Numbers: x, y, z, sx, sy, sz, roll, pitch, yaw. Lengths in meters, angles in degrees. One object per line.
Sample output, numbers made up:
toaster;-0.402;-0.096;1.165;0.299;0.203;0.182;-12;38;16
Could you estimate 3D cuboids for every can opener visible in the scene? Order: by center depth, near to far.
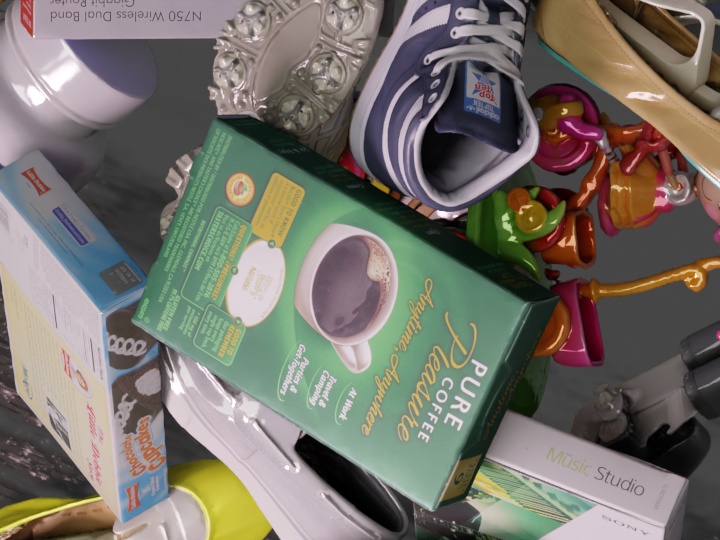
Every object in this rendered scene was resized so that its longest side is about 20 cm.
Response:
can opener;0.198;0.059;1.457;0.200;0.053;0.066;-33;125;26

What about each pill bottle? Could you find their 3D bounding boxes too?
pill bottle;-0.214;-0.077;1.532;0.200;0.120;0.120;-36;89;24

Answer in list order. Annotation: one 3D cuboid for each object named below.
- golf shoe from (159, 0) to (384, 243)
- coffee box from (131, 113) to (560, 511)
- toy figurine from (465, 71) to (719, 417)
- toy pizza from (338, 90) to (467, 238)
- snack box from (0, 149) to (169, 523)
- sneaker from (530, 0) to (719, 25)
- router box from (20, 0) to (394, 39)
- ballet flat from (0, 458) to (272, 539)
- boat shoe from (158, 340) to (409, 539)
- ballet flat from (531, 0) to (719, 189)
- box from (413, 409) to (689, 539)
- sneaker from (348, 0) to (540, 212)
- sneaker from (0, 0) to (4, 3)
golf shoe;-0.036;-0.089;1.445;0.078;0.097;0.200;39;118;16
coffee box;-0.010;0.020;1.364;0.199;0.044;0.123;30;107;22
toy figurine;0.160;-0.025;1.399;0.183;0.150;0.201;-4;87;18
toy pizza;0.000;0.000;1.519;0.199;0.032;0.201;5;105;19
snack box;-0.155;0.040;1.506;0.116;0.037;0.200;47;154;30
sneaker;0.123;-0.144;1.415;0.199;0.067;0.090;-1;98;18
router box;-0.078;-0.215;1.429;0.199;0.049;0.180;-2;106;-15
ballet flat;-0.143;0.158;1.593;0.199;0.067;0.067;-12;98;22
boat shoe;-0.046;0.086;1.519;0.068;0.072;0.200;-27;102;33
ballet flat;0.168;-0.090;1.329;0.200;0.069;0.063;38;126;19
box;0.098;0.141;1.448;0.144;0.036;0.200;21;152;15
sneaker;0.059;-0.124;1.335;0.070;0.109;0.201;15;103;-21
sneaker;-0.285;-0.143;1.568;0.200;0.078;0.077;-34;96;24
